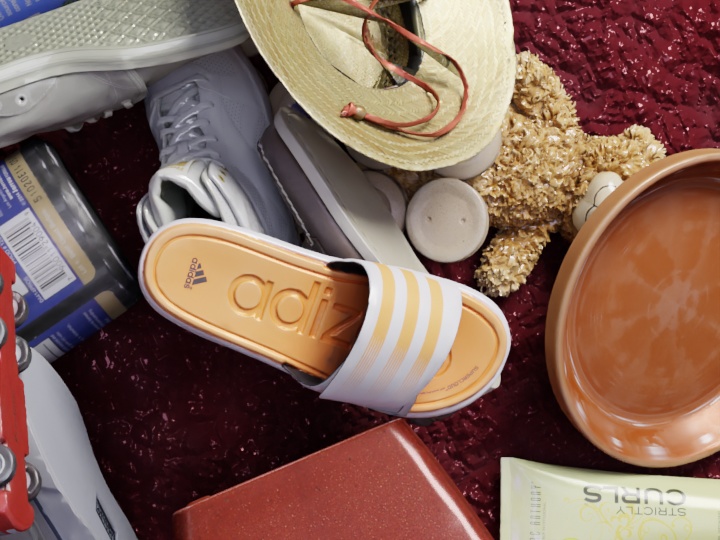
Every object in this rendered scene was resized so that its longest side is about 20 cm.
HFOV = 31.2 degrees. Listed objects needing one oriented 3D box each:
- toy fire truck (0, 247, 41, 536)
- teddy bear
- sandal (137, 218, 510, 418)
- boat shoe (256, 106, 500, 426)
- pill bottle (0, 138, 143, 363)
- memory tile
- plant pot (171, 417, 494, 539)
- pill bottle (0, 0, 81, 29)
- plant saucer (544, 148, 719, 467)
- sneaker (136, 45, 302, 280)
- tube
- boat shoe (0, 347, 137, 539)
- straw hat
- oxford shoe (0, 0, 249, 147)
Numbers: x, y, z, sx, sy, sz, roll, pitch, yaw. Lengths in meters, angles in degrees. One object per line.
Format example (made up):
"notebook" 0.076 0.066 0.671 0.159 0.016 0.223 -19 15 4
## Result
"toy fire truck" -0.239 0.042 0.645 0.139 0.049 0.203 -10 71 0
"teddy bear" 0.094 -0.062 0.803 0.199 0.067 0.146 34 86 -4
"sandal" -0.016 0.030 0.667 0.204 0.059 0.080 16 95 -12
"boat shoe" 0.000 0.000 0.741 0.059 0.072 0.201 -35 97 23
"pill bottle" -0.233 0.024 0.735 0.199 0.112 0.113 -34 92 -8
"memory tile" -0.011 -0.092 0.783 0.197 0.017 0.156 11 91 11
"plant pot" -0.011 0.193 0.724 0.197 0.200 0.178 -22 82 -8
"pill bottle" -0.238 -0.175 0.743 0.198 0.112 0.113 -30 91 -7
"plant saucer" 0.199 0.023 0.798 0.197 0.032 0.203 -8 111 -22
"sneaker" -0.091 -0.069 0.734 0.073 0.115 0.202 -24 83 12
"tube" 0.185 0.160 0.817 0.197 0.052 0.059 2 47 -2
"boat shoe" -0.182 0.131 0.729 0.069 0.071 0.202 -14 127 4
"straw hat" -0.010 -0.138 0.727 0.199 0.085 0.204 11 69 -29
"oxford shoe" -0.154 -0.110 0.716 0.197 0.076 0.058 -18 127 -4
